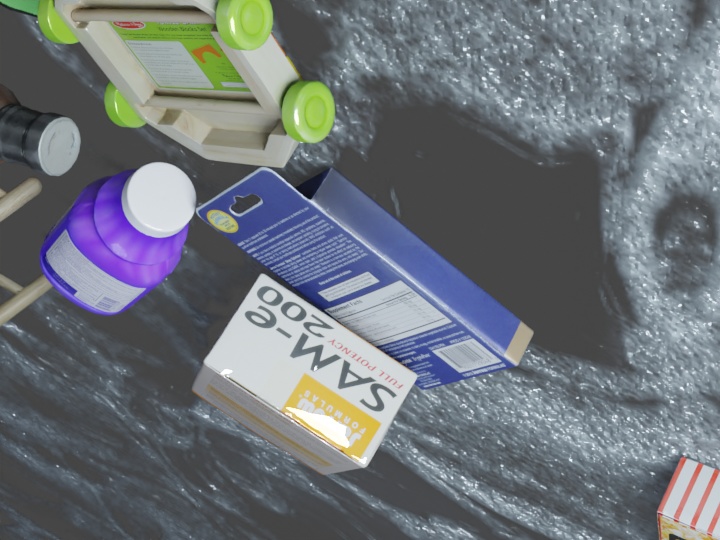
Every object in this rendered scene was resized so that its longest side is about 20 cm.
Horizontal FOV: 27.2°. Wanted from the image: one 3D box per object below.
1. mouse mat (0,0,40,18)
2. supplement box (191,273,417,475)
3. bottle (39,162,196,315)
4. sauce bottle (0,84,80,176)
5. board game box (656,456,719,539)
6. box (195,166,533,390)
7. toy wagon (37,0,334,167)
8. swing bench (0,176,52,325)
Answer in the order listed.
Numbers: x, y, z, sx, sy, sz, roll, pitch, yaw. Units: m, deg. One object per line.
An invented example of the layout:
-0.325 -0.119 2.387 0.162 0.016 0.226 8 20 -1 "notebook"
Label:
-0.151 -0.174 0.818 0.199 0.008 0.161 22 154 22 "mouse mat"
-0.045 0.078 1.042 0.126 0.074 0.200 33 167 -3 "supplement box"
-0.166 -0.024 1.040 0.083 0.066 0.200 36 155 -11 "bottle"
-0.279 -0.106 1.021 0.199 0.065 0.065 16 151 31 "sauce bottle"
0.278 0.214 0.995 0.151 0.046 0.200 20 153 24 "board game box"
0.000 0.000 0.934 0.200 0.033 0.121 37 155 -16 "box"
-0.105 -0.130 0.795 0.154 0.040 0.200 9 147 39 "toy wagon"
-0.350 0.018 1.167 0.129 0.201 0.199 30 155 4 "swing bench"
